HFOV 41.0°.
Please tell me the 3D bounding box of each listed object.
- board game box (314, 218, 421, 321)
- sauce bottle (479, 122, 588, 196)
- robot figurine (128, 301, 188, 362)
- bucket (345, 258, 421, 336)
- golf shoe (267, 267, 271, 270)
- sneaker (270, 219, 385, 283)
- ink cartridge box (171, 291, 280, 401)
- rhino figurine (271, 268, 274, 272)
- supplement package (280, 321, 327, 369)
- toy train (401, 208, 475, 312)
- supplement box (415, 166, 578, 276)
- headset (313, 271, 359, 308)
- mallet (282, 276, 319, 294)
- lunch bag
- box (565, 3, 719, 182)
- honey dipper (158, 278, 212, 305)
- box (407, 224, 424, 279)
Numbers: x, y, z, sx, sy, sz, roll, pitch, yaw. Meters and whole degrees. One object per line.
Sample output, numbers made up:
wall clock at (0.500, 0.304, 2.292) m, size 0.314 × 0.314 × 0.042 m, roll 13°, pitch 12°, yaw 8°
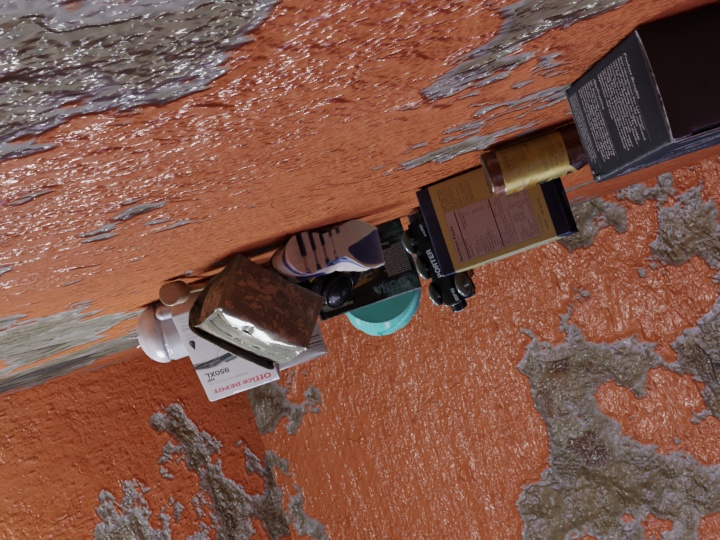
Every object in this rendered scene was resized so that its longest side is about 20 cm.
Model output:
board game box at (0.000, 0.000, 1.782) m, size 0.198 × 0.137 × 0.028 m, roll -18°, pitch 177°, yaw -1°
sauce bottle at (0.258, -0.154, 1.258) m, size 0.198 × 0.067 × 0.066 m, roll -17°, pitch 177°, yaw 4°
robot figurine at (-0.341, 0.107, 1.845) m, size 0.198 × 0.114 × 0.170 m, roll -18°, pitch 149°, yaw -6°
bucket at (0.040, 0.038, 2.152) m, size 0.205 × 0.209 × 0.135 m, roll -18°, pitch 171°, yaw 1°
golf shoe at (-0.160, 0.023, 1.861) m, size 0.198 × 0.079 × 0.097 m, roll -22°, pitch 168°, yaw 21°
sneaker at (-0.067, -0.028, 1.551) m, size 0.198 × 0.082 × 0.115 m, roll -8°, pitch 175°, yaw -39°
ink cartridge box at (-0.243, 0.122, 1.761) m, size 0.143 × 0.202 × 0.084 m, roll -18°, pitch -150°, yaw 1°
rhino figurine at (-0.165, 0.043, 1.800) m, size 0.201 × 0.087 × 0.060 m, roll -55°, pitch -167°, yaw 37°
supplement package at (-0.182, 0.117, 2.157) m, size 0.146 × 0.202 × 0.191 m, roll -17°, pitch 177°, yaw -13°
toy train at (0.149, -0.026, 1.739) m, size 0.085 × 0.201 × 0.114 m, roll -22°, pitch -170°, yaw 31°
supplement box at (0.215, -0.089, 1.487) m, size 0.198 × 0.136 × 0.200 m, roll -19°, pitch 177°, yaw 16°
headset at (-0.074, 0.037, 1.693) m, size 0.122 × 0.095 × 0.201 m, roll 9°, pitch -135°, yaw 21°
mallet at (-0.057, -0.005, 1.641) m, size 0.065 × 0.041 × 0.200 m, roll 23°, pitch -137°, yaw 28°
lunch bag at (-0.179, 0.080, 1.557) m, size 0.163 × 0.119 × 0.200 m, roll 28°, pitch 152°, yaw -17°
box at (0.303, -0.168, 0.912) m, size 0.146 × 0.105 × 0.200 m, roll -17°, pitch 176°, yaw -9°
honey dipper at (-0.285, 0.032, 1.620) m, size 0.038 × 0.038 × 0.200 m, roll -19°, pitch 180°, yaw 11°
box at (0.231, -0.074, 1.952) m, size 0.197 × 0.125 × 0.199 m, roll -21°, pitch 174°, yaw 27°
